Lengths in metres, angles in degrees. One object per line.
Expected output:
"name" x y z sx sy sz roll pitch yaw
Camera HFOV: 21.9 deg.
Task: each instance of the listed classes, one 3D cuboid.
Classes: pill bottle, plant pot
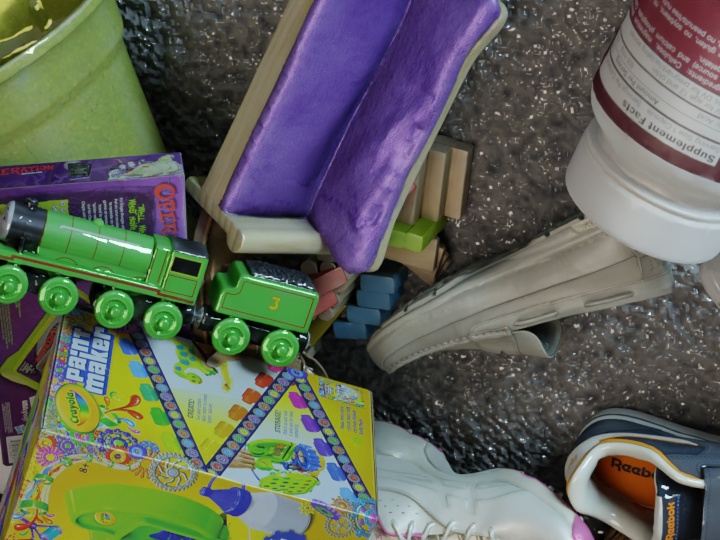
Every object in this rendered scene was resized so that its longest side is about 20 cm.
"pill bottle" 0.189 -0.109 0.960 0.114 0.114 0.201 30 124 9
"plant pot" -0.196 -0.063 1.134 0.199 0.201 0.185 -12 120 29

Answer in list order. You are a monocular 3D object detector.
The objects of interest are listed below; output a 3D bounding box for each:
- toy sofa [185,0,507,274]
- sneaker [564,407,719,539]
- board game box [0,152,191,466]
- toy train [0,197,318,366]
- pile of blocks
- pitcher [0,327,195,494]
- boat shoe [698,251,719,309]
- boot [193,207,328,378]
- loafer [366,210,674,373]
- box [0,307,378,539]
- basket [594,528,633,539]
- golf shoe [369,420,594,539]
"toy sofa" -0.010 -0.098 1.039 0.098 0.083 0.201 45 119 35
"sneaker" 0.216 0.136 1.089 0.199 0.079 0.079 7 113 21
"board game box" -0.158 0.026 1.084 0.119 0.032 0.201 -2 125 -6
"toy train" -0.117 0.006 1.038 0.199 0.042 0.057 15 106 -19
"pile of blocks" 0.000 0.000 1.133 0.082 0.062 0.200 37 124 5
"pitcher" -0.184 0.077 1.215 0.199 0.122 0.172 5 136 17
"boat shoe" 0.272 0.047 1.033 0.200 0.074 0.067 46 158 -12
"boot" -0.057 0.047 1.126 0.075 0.074 0.201 -1 122 15
"loafer" 0.091 0.023 1.097 0.199 0.070 0.070 -27 93 32
"box" -0.113 0.155 1.081 0.192 0.122 0.201 16 121 -11
"basket" 0.139 0.281 1.117 0.200 0.143 0.149 -39 102 10
"golf shoe" 0.052 0.160 1.141 0.199 0.091 0.076 16 127 40
